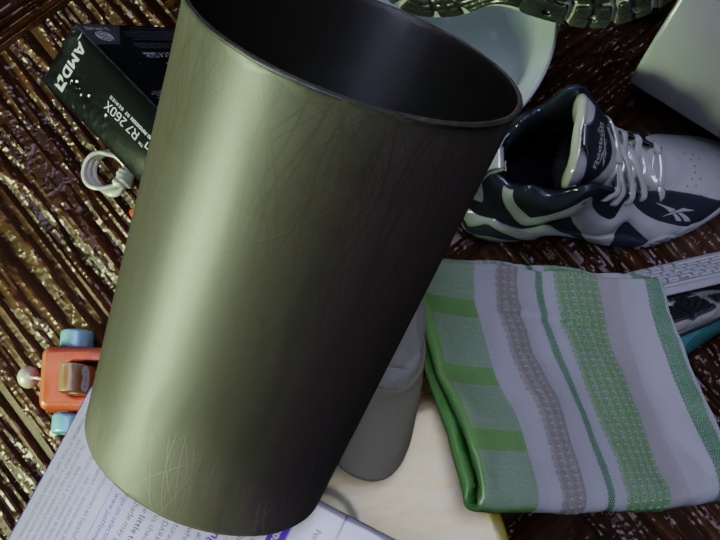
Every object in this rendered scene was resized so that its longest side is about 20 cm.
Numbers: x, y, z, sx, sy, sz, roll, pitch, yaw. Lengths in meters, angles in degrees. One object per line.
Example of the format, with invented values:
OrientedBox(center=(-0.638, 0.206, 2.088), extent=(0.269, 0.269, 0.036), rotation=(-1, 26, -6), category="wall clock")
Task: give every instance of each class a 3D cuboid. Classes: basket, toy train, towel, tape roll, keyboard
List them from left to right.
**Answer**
OrientedBox(center=(-0.147, 0.010, 0.792), extent=(0.148, 0.056, 0.202), rotation=(6, 77, 0), category="toy train")
OrientedBox(center=(-0.035, -0.003, 0.496), extent=(0.135, 0.180, 0.201), rotation=(25, 112, 7), category="basket")
OrientedBox(center=(0.118, 0.059, 0.653), extent=(0.199, 0.031, 0.150), rotation=(6, 54, -37), category="towel")
OrientedBox(center=(0.204, 0.004, 0.799), extent=(0.198, 0.056, 0.011), rotation=(-12, 106, -4), category="keyboard")
OrientedBox(center=(0.286, -0.172, 0.767), extent=(0.139, 0.203, 0.204), rotation=(33, 78, 8), category="tape roll")

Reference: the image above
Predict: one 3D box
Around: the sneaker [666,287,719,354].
OrientedBox(center=(0.162, 0.074, 0.782), extent=(0.199, 0.077, 0.080), rotation=(-33, 112, -14), category="sneaker")

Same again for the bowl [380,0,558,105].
OrientedBox(center=(0.029, -0.155, 0.814), extent=(0.199, 0.090, 0.203), rotation=(0, 75, 1), category="bowl")

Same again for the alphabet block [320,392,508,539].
OrientedBox(center=(-0.017, 0.196, 0.677), extent=(0.198, 0.197, 0.197), rotation=(-17, 78, -5), category="alphabet block")

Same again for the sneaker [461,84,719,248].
OrientedBox(center=(0.163, -0.068, 0.776), extent=(0.197, 0.130, 0.080), rotation=(2, 78, 0), category="sneaker")

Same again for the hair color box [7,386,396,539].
OrientedBox(center=(-0.060, 0.149, 0.556), extent=(0.199, 0.065, 0.110), rotation=(26, 76, 7), category="hair color box")

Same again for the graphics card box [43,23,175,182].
OrientedBox(center=(-0.094, -0.078, 0.770), extent=(0.200, 0.125, 0.051), rotation=(45, 116, 13), category="graphics card box")

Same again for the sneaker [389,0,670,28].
OrientedBox(center=(0.105, -0.206, 0.725), extent=(0.198, 0.079, 0.090), rotation=(10, 66, 23), category="sneaker")

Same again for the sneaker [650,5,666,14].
OrientedBox(center=(0.143, -0.263, 0.861), extent=(0.199, 0.079, 0.096), rotation=(28, 68, -3), category="sneaker")

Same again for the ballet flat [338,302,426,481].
OrientedBox(center=(0.000, 0.000, 0.595), extent=(0.069, 0.070, 0.202), rotation=(-9, 70, -3), category="ballet flat")
